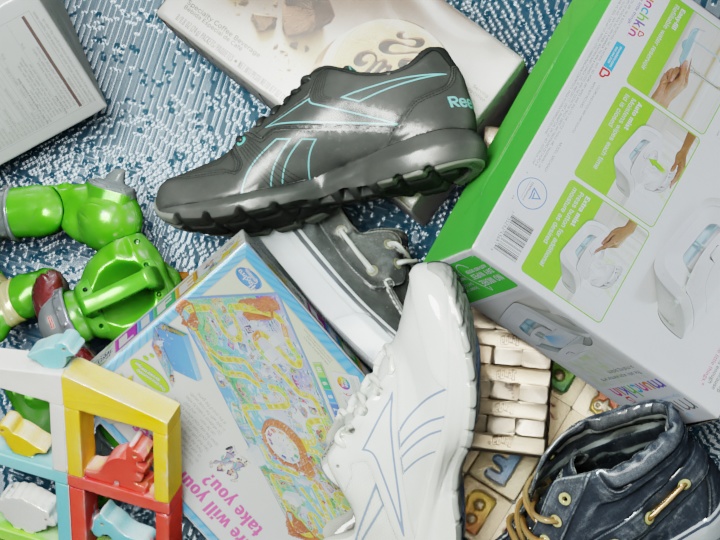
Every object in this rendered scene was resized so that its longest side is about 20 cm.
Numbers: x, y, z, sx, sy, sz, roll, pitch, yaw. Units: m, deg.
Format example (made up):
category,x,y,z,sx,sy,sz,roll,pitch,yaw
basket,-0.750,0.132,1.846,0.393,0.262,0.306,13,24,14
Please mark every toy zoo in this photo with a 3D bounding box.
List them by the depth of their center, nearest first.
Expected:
category,x,y,z,sx,sy,sz,roll,pitch,yaw
toy zoo,-0.165,0.117,1.398,0.130,0.201,0.020,15,40,15

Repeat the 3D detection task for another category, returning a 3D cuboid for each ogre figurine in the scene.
category,x,y,z,sx,sy,sz,roll,pitch,yaw
ogre figurine,-0.163,0.030,1.452,0.119,0.098,0.201,-25,67,13

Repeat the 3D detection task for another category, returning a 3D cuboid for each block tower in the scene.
category,x,y,z,sx,sy,sz,roll,pitch,yaw
block tower,0.093,0.010,1.440,0.054,0.058,0.202,5,79,7

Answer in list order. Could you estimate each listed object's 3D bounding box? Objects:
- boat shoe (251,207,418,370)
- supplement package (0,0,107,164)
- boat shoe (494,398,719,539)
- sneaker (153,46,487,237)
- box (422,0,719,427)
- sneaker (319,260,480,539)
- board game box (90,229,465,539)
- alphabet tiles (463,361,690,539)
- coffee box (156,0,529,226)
category,x,y,z,sx,sy,sz,roll,pitch,yaw
boat shoe,0.000,0.000,1.439,0.071,0.072,0.200,-41,68,-3
supplement package,-0.275,-0.119,1.461,0.199,0.114,0.110,-28,48,1
boat shoe,0.109,0.145,1.381,0.199,0.091,0.071,-30,37,8
sneaker,-0.026,-0.071,1.397,0.199,0.075,0.080,-13,79,12
box,0.164,-0.041,1.382,0.176,0.097,0.201,33,74,-12
sneaker,0.022,0.089,1.356,0.086,0.075,0.201,6,111,0
board game box,-0.053,0.095,1.411,0.134,0.034,0.200,-40,105,4
alphabet tiles,0.113,0.075,1.457,0.166,0.006,0.201,31,85,10
coffee box,-0.009,-0.134,1.467,0.200,0.080,0.113,38,89,10
